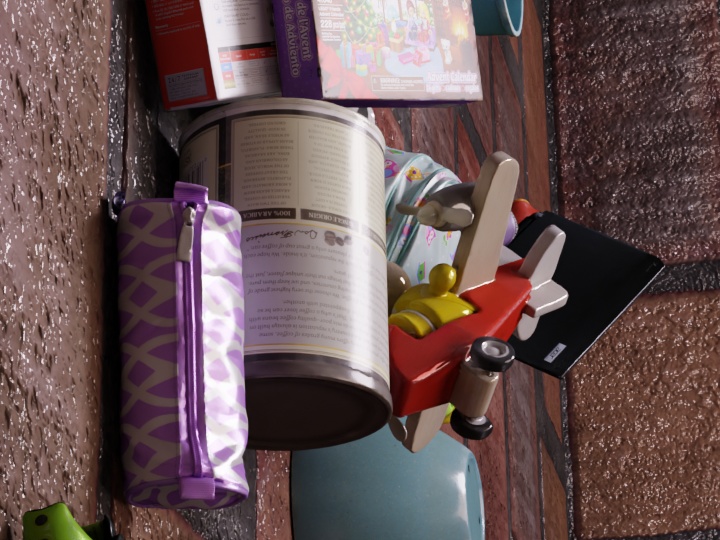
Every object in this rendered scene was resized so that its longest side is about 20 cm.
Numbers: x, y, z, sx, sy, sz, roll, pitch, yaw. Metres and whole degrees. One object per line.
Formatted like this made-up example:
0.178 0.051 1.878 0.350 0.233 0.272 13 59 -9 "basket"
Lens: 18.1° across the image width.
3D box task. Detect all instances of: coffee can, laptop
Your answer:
-0.053 0.004 1.527 0.146 0.146 0.201 61 26 -64 "coffee can"
0.119 0.041 1.845 0.103 0.200 0.177 50 49 -1 "laptop"

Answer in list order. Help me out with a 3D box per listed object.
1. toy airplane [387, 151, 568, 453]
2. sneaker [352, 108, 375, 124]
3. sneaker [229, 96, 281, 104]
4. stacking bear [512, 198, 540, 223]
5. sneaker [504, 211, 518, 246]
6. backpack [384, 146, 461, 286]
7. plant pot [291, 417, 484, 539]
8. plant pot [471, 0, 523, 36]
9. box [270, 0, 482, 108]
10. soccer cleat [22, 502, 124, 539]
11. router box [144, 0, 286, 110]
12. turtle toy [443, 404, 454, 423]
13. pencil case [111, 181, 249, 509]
0.064 0.025 1.624 0.199 0.141 0.200 62 51 -74 "toy airplane"
-0.034 -0.171 1.939 0.200 0.074 0.080 -94 163 -45 "sneaker"
-0.068 -0.131 1.699 0.200 0.075 0.105 55 34 -82 "sneaker"
0.092 -0.018 2.129 0.121 0.199 0.114 54 33 -69 "stacking bear"
0.035 -0.041 1.858 0.087 0.200 0.076 -9 109 -55 "sneaker"
0.000 0.000 1.735 0.167 0.126 0.200 68 44 -70 "backpack"
0.031 0.202 1.883 0.200 0.134 0.201 -6 90 -78 "plant pot"
0.040 -0.303 2.046 0.200 0.187 0.201 -5 90 -79 "plant pot"
0.011 -0.185 1.597 0.200 0.039 0.137 -6 88 -54 "box"
-0.135 0.184 1.250 0.200 0.067 0.081 60 14 -64 "soccer cleat"
-0.070 -0.210 1.569 0.200 0.049 0.180 -13 94 -53 "router box"
0.026 0.056 2.013 0.146 0.101 0.201 34 51 -72 "turtle toy"
-0.107 0.049 1.384 0.085 0.084 0.201 145 -56 -63 "pencil case"
